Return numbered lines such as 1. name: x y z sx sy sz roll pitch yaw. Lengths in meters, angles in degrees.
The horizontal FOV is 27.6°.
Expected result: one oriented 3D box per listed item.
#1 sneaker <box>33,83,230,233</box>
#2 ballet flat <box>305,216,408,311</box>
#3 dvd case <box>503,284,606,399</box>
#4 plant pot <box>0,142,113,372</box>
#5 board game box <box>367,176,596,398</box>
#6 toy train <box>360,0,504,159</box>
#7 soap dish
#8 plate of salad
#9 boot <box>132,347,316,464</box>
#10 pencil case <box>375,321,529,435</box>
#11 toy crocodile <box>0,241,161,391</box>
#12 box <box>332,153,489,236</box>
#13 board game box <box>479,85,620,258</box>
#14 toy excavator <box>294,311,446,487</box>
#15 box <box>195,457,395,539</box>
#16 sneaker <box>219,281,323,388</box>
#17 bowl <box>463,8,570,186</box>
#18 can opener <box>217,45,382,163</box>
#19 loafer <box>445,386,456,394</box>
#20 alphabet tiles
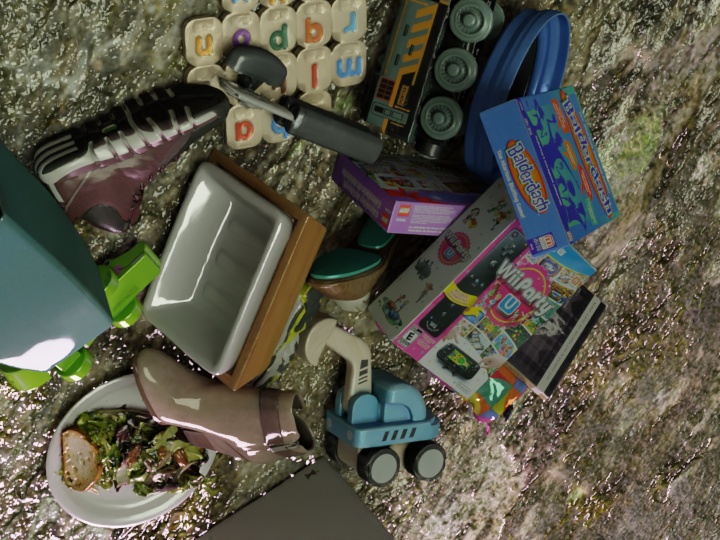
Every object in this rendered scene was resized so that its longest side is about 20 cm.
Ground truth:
1. sneaker: -0.215 -0.105 1.460 0.200 0.076 0.116 -21 129 -6
2. ballet flat: 0.000 0.000 1.581 0.200 0.068 0.072 -48 144 -58
3. dvd case: 0.173 0.030 1.675 0.200 0.016 0.149 41 60 -6
4. plant pot: -0.334 -0.003 1.387 0.141 0.141 0.200 -35 136 10
5. board game box: 0.130 0.021 1.555 0.200 0.064 0.148 -46 132 7
6. toy train: 0.075 -0.220 1.531 0.085 0.114 0.200 -31 139 -70
7. soap dish: -0.129 -0.001 1.511 0.081 0.157 0.200 7 112 -50
8. plate of salad: -0.245 0.204 1.614 0.200 0.048 0.200 -13 120 -23
9. boot: -0.136 0.140 1.547 0.146 0.070 0.200 -3 147 21
10. pencil case: 0.104 0.090 1.675 0.200 0.088 0.088 45 89 -3
11. toy crocodile: -0.286 0.048 1.505 0.200 0.062 0.068 -47 142 -4
12. box: 0.087 -0.080 1.593 0.200 0.137 0.039 3 115 -30
13. board game box: 0.197 -0.105 1.494 0.045 0.200 0.152 -20 92 26
14. toy excavator: 0.006 0.143 1.706 0.194 0.100 0.200 -3 103 -30
15. box: -0.052 0.372 1.716 0.200 0.199 0.171 -31 126 -12
16. sneaker: -0.112 0.064 1.607 0.074 0.085 0.200 -25 153 -55
17. bowl: 0.168 -0.187 1.580 0.201 0.039 0.201 -54 157 -35
18. can opener: -0.056 -0.171 1.499 0.200 0.053 0.067 18 106 -36
19. loafer: 0.142 0.052 1.744 0.070 0.075 0.200 25 98 -24
20. alphabet tiles: -0.086 -0.224 1.497 0.200 0.015 0.196 -13 121 -23
